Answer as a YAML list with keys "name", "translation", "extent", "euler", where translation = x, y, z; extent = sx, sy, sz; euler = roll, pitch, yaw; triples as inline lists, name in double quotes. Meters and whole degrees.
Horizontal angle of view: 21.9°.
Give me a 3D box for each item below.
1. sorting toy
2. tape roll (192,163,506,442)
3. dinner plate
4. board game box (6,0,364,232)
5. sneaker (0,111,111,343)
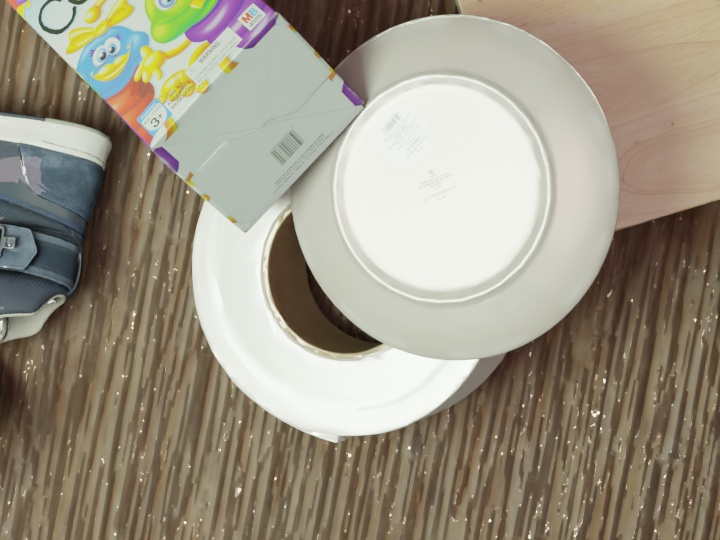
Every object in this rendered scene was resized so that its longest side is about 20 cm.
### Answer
- name: "sorting toy"
  translation: [0.173, -0.134, 1.171]
  extent: [0.200, 0.070, 0.199]
  euler: [-17, 91, 0]
- name: "tape roll"
  translation: [0.000, 0.000, 1.140]
  extent: [0.202, 0.071, 0.203]
  euler: [1, 94, 19]
- name: "dinner plate"
  translation: [0.049, -0.047, 1.071]
  extent: [0.200, 0.024, 0.201]
  euler: [1, 92, 20]
- name: "board game box"
  translation: [-0.110, -0.133, 1.098]
  extent: [0.105, 0.103, 0.200]
  euler: [-47, 49, 0]
- name: "sneaker"
  translation: [-0.267, -0.030, 1.154]
  extent: [0.202, 0.077, 0.146]
  euler: [9, 78, -2]
